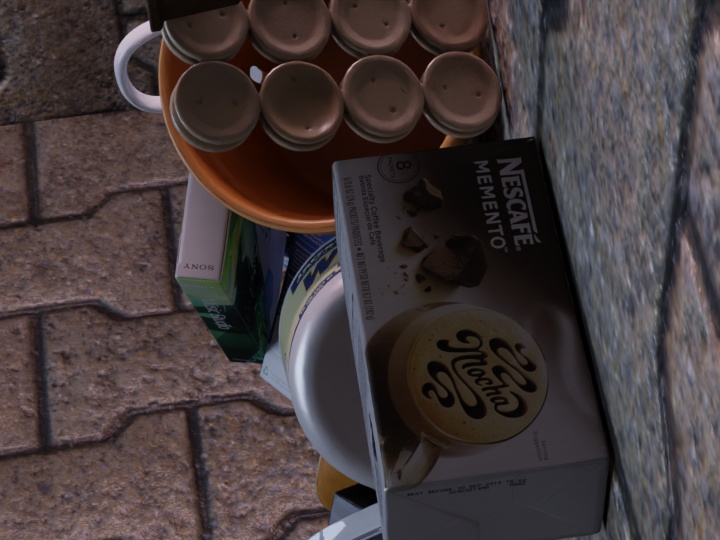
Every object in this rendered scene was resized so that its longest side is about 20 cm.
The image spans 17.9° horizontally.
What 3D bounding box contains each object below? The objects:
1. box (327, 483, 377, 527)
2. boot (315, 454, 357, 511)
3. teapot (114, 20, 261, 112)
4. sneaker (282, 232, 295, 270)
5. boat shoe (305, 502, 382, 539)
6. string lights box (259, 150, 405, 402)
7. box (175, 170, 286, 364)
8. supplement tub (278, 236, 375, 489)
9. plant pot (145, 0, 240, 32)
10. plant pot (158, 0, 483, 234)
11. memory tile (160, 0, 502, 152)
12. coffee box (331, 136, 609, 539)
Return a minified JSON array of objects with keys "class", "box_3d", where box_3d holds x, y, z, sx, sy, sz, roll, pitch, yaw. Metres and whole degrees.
[{"class":"box","box_3d":[0.025,0.264,1.537,0.142,0.036,0.202,25,115,34]},{"class":"boot","box_3d":[0.033,0.151,1.597,0.202,0.070,0.145,-57,33,36]},{"class":"teapot","box_3d":[-0.069,-0.166,1.878,0.197,0.199,0.147,-37,-22,-50]},{"class":"sneaker","box_3d":[0.009,0.002,1.675,0.199,0.076,0.077,35,169,31]},{"class":"boat shoe","box_3d":[0.035,0.177,1.449,0.070,0.199,0.067,-4,-111,-55]},{"class":"string lights box","box_3d":[0.000,0.000,1.567,0.103,0.059,0.202,34,114,50]},{"class":"box","box_3d":[-0.084,-0.032,1.566,0.200,0.036,0.146,64,-149,-71]},{"class":"supplement tub","box_3d":[0.023,0.048,1.411,0.200,0.144,0.146,-121,23,-80]},{"class":"plant pot","box_3d":[-0.026,-0.236,1.188,0.200,0.196,0.202,173,90,-87]},{"class":"plant pot","box_3d":[-0.010,-0.116,1.429,0.140,0.198,0.202,21,-120,-74]},{"class":"memory tile","box_3d":[-0.019,-0.142,1.302,0.017,0.198,0.155,133,130,-63]},{"class":"coffee box","box_3d":[0.053,0.037,1.173,0.080,0.112,0.201,88,175,-55]}]
